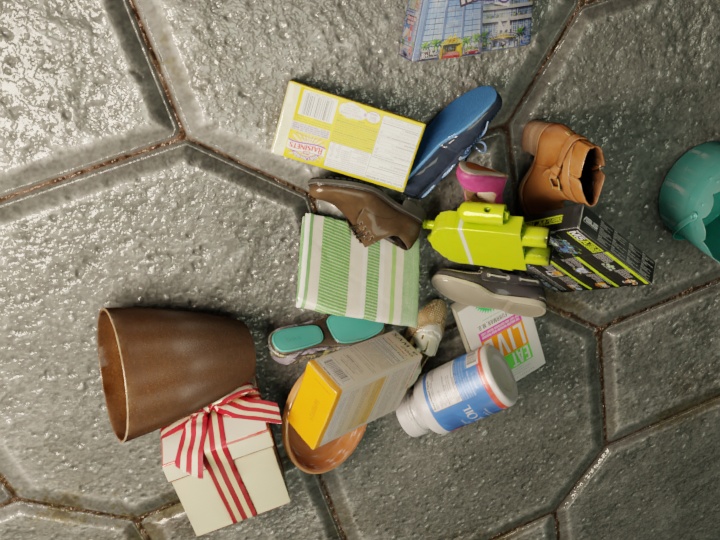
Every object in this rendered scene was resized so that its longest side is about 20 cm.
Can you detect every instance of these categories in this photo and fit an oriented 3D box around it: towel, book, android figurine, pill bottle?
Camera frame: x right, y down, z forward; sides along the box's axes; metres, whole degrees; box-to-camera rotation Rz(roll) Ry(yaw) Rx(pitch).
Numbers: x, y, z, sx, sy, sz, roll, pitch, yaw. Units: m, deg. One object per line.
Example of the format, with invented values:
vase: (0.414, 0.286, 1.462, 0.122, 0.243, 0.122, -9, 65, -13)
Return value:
towel: (0.000, 0.000, 1.003, 0.199, 0.023, 0.154, 10, 74, -24)
book: (0.253, 0.116, 1.189, 0.133, 0.048, 0.201, -27, 118, -5)
android figurine: (0.193, -0.048, 1.010, 0.182, 0.199, 0.041, 52, 51, -58)
pill bottle: (0.163, 0.219, 1.145, 0.199, 0.113, 0.112, -31, 125, 27)

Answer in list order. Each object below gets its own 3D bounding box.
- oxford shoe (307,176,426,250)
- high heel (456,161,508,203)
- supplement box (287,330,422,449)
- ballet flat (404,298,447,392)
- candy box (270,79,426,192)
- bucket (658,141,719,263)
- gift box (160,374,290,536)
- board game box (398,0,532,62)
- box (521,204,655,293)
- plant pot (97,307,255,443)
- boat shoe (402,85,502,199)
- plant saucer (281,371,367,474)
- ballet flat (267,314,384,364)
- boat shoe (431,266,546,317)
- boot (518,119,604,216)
oxford shoe: (0.007, -0.081, 0.968, 0.199, 0.073, 0.085, 21, 82, -24)
high heel: (0.173, -0.108, 0.978, 0.067, 0.200, 0.097, 24, 103, 15)
supplement box: (-0.007, 0.184, 1.036, 0.199, 0.073, 0.127, -13, 135, -45)
ballet flat: (0.100, 0.144, 1.134, 0.070, 0.065, 0.201, 20, 109, -28)
candy box: (-0.017, -0.187, 0.919, 0.199, 0.026, 0.103, 15, 112, -10)
bucket: (0.637, -0.119, 1.137, 0.206, 0.135, 0.209, -7, 118, -14)
gift box: (-0.208, 0.281, 1.030, 0.183, 0.200, 0.188, -20, 120, -13)
board game box: (0.149, -0.396, 0.871, 0.199, 0.062, 0.201, -11, 120, -13)
box: (0.335, -0.028, 1.058, 0.199, 0.193, 0.048, 29, 67, -28)
plant pot: (-0.263, 0.133, 0.958, 0.199, 0.187, 0.188, -8, 120, -31)
boat shoe: (0.133, -0.189, 0.976, 0.200, 0.084, 0.068, -39, 131, 23)
plant saucer: (-0.060, 0.239, 1.102, 0.199, 0.037, 0.202, -12, 107, -45)
ballet flat: (-0.059, 0.111, 1.070, 0.199, 0.072, 0.073, -9, 119, -23)
boat shoe: (0.217, 0.024, 1.101, 0.199, 0.063, 0.073, 15, 154, -3)
boot: (0.319, -0.129, 1.011, 0.076, 0.155, 0.201, -17, 120, -15)
